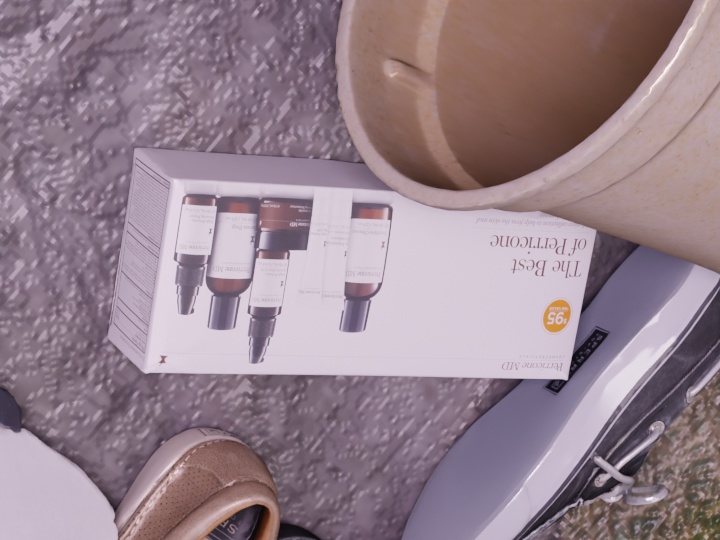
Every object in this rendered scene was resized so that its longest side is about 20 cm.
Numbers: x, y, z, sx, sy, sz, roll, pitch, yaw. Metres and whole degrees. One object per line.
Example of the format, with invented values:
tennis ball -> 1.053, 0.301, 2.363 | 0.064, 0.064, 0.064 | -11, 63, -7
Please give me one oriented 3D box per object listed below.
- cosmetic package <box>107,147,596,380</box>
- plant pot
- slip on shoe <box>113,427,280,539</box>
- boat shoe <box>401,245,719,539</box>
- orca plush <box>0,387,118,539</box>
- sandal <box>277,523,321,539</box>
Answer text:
cosmetic package -> 0.000, 0.000, 0.961 | 0.199, 0.051, 0.083 | 2, 108, -27
plant pot -> 0.123, -0.087, 0.918 | 0.183, 0.200, 0.201 | 26, 95, -40
slip on shoe -> -0.096, 0.162, 0.965 | 0.076, 0.061, 0.201 | 34, 91, -32
boat shoe -> 0.101, 0.074, 1.024 | 0.068, 0.074, 0.200 | 43, 82, -24
orca plush -> -0.181, 0.100, 0.882 | 0.200, 0.071, 0.106 | -10, 80, -61
sandal -> 0.014, 0.188, 1.037 | 0.200, 0.048, 0.075 | 38, 90, -32
